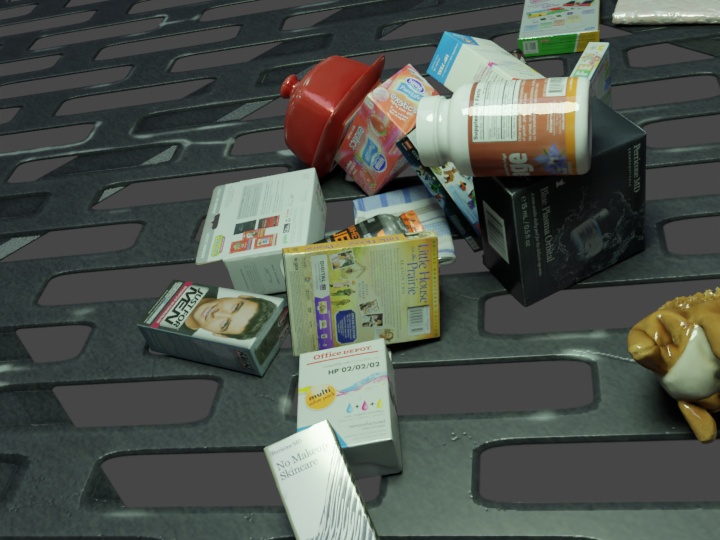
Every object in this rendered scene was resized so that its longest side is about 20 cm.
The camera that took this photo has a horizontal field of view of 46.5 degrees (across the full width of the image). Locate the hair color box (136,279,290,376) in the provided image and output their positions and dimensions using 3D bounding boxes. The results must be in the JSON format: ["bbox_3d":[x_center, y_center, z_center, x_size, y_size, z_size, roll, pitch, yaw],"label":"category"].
[{"bbox_3d":[-0.206,0.078,1.196,0.199,0.061,0.099,9,46,27],"label":"hair color box"}]

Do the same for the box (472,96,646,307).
[{"bbox_3d":[0.264,-0.090,1.115,0.199,0.198,0.118,-25,41,-10],"label":"box"}]

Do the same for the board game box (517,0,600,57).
[{"bbox_3d":[0.394,-0.493,1.645,0.152,0.041,0.201,-1,43,19],"label":"board game box"}]

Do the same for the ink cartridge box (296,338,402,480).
[{"bbox_3d":[-0.016,0.157,1.034,0.114,0.068,0.201,-11,40,7],"label":"ink cartridge box"}]

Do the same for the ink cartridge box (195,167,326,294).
[{"bbox_3d":[-0.150,-0.058,1.311,0.174,0.084,0.201,-8,41,10],"label":"ink cartridge box"}]

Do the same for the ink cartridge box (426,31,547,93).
[{"bbox_3d":[0.203,-0.253,1.169,0.116,0.068,0.200,-5,41,-45],"label":"ink cartridge box"}]

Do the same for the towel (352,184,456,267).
[{"bbox_3d":[0.063,-0.063,1.290,0.146,0.024,0.201,-12,40,5],"label":"towel"}]

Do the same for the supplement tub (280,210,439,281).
[{"bbox_3d":[0.000,0.000,1.154,0.199,0.123,0.123,-24,40,-1],"label":"supplement tub"}]

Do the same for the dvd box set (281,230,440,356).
[{"bbox_3d":[0.003,0.029,1.082,0.198,0.147,0.029,-8,24,-7],"label":"dvd box set"}]

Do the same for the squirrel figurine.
[{"bbox_3d":[0.409,0.060,0.914,0.186,0.142,0.200,-37,3,24],"label":"squirrel figurine"}]

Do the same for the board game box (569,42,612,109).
[{"bbox_3d":[0.348,-0.246,1.310,0.034,0.135,0.200,10,47,28],"label":"board game box"}]

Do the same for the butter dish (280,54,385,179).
[{"bbox_3d":[-0.069,-0.278,1.421,0.147,0.200,0.200,33,55,5],"label":"butter dish"}]

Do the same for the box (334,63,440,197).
[{"bbox_3d":[0.046,-0.216,1.325,0.095,0.200,0.103,46,63,4],"label":"box"}]

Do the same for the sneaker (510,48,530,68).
[{"bbox_3d":[0.273,-0.305,1.386,0.075,0.116,0.200,-15,24,-26],"label":"sneaker"}]

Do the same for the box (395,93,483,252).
[{"bbox_3d":[0.160,-0.147,1.228,0.137,0.200,0.038,-42,10,-26],"label":"box"}]

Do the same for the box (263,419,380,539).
[{"bbox_3d":[-0.027,0.265,0.866,0.082,0.069,0.201,-25,62,-5],"label":"box"}]

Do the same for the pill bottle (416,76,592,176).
[{"bbox_3d":[0.171,-0.168,0.997,0.198,0.113,0.113,1,43,19],"label":"pill bottle"}]

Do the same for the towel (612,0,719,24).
[{"bbox_3d":[0.602,-0.528,1.619,0.198,0.032,0.192,6,44,24],"label":"towel"}]
